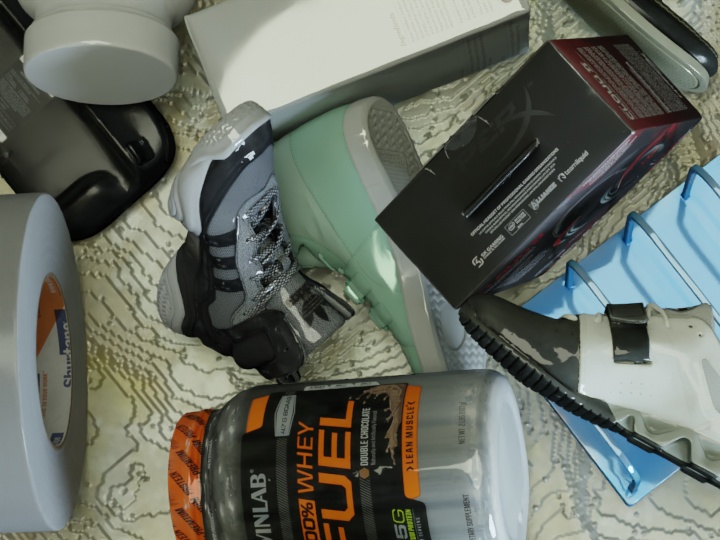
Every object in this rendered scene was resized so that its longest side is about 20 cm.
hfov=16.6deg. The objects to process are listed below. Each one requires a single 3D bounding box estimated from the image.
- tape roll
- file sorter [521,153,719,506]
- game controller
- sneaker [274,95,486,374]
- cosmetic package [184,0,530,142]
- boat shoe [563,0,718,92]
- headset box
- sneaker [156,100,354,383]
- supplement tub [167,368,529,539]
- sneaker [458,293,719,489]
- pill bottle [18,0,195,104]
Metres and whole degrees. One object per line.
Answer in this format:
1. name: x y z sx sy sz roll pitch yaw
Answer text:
1. tape roll: -0.212 0.055 1.458 0.066 0.200 0.201 -2 81 4
2. file sorter: 0.199 0.023 1.471 0.200 0.123 0.139 -37 81 -2
3. game controller: -0.209 -0.117 1.572 0.104 0.042 0.200 -42 80 12
4. sneaker: 0.000 0.000 1.527 0.118 0.074 0.201 -16 100 33
5. cosmetic package: 0.001 -0.146 1.518 0.199 0.113 0.081 -20 81 -1
6. boat shoe: 0.152 -0.192 1.533 0.200 0.072 0.068 44 81 10
7. headset box: 0.104 -0.060 1.433 0.149 0.200 0.075 -45 80 18
8. sneaker: -0.054 -0.009 1.463 0.114 0.200 0.075 36 53 15
9. supplement tub: -0.006 0.125 1.463 0.199 0.122 0.123 -6 81 14
10. sneaker: 0.153 0.048 1.375 0.199 0.074 0.089 28 85 -2
11. pill bottle: -0.156 -0.212 1.522 0.115 0.116 0.201 -1 71 4
